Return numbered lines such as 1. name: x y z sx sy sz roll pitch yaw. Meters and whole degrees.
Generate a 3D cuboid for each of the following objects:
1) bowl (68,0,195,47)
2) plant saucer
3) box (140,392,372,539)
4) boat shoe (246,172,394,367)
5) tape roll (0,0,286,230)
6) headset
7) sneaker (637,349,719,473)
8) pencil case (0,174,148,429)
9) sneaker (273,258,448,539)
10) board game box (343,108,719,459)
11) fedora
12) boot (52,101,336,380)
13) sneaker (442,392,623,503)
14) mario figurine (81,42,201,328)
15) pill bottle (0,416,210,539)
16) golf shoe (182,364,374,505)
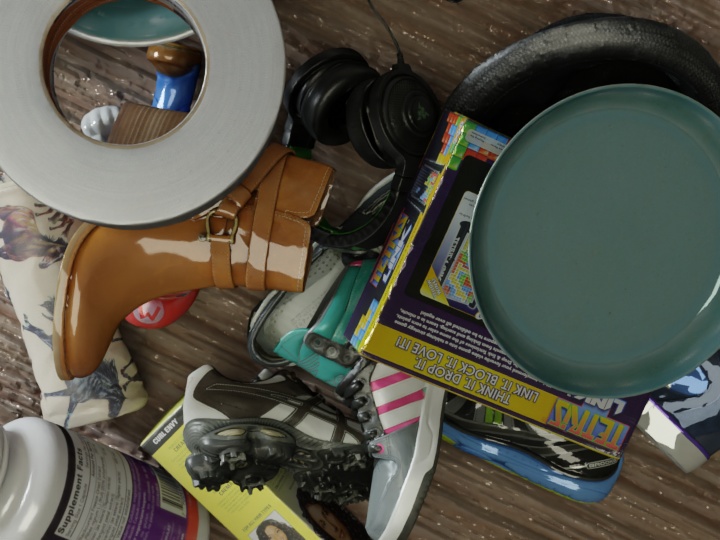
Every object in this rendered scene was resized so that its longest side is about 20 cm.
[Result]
1. bowl: -0.150 -0.256 1.224 0.200 0.105 0.201 0 103 -2
2. plant saucer: 0.160 -0.019 1.144 0.199 0.027 0.201 -3 103 -13
3. box: -0.067 0.170 1.332 0.200 0.075 0.050 44 107 -5
4. boat shoe: 0.000 0.000 1.293 0.076 0.060 0.200 43 103 -4
5. tape roll: -0.147 -0.126 1.145 0.200 0.066 0.201 0 88 -3
6. headset: 0.014 -0.112 1.252 0.123 0.094 0.201 25 105 42
7. sneaker: 0.217 0.027 1.274 0.146 0.081 0.200 -43 87 1
8. pencil case: -0.219 0.023 1.314 0.078 0.089 0.201 -20 101 -9
9. sneaker: -0.003 0.080 1.226 0.120 0.084 0.201 13 76 -7
10. board game box: 0.113 0.010 1.182 0.200 0.057 0.166 23 97 -17
11. fedora: 0.148 -0.109 1.226 0.200 0.092 0.201 1 130 1
12. boot: -0.111 -0.005 1.209 0.155 0.077 0.201 17 74 4
13. sneaker: 0.099 0.096 1.308 0.199 0.071 0.083 25 84 2
14. mario figurine: -0.130 -0.055 1.271 0.123 0.106 0.201 18 98 38
15. pill bottle: -0.215 0.170 1.285 0.200 0.111 0.112 29 107 -35
16. golf shoe: -0.037 0.111 1.295 0.200 0.095 0.078 14 136 -37
